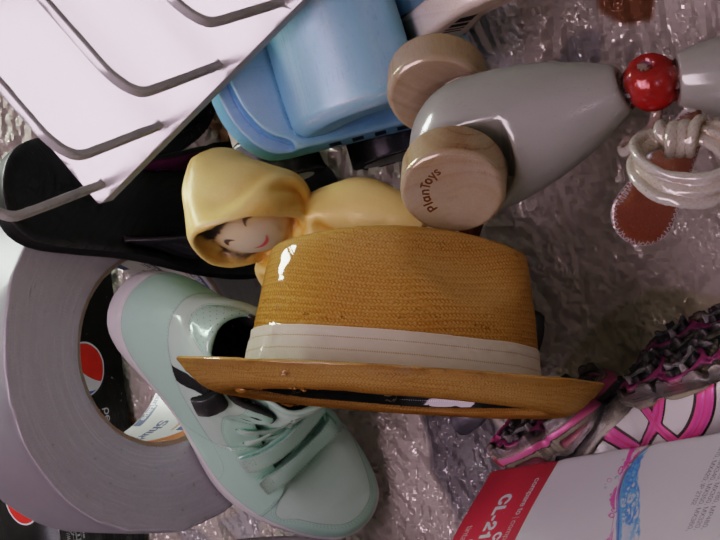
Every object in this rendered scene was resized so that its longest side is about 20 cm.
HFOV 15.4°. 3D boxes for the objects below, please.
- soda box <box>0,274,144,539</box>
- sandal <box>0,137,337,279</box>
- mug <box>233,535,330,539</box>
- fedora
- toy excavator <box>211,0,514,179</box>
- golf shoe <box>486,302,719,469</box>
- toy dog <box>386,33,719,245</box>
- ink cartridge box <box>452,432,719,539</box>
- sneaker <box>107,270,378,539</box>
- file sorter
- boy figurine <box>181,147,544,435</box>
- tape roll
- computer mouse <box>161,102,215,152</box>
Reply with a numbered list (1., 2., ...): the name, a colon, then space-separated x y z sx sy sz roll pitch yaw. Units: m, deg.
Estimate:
1. soda box: -0.183 0.095 1.606 0.063 0.071 0.200 0 99 43
2. sandal: -0.092 -0.035 1.399 0.048 0.200 0.075 -24 70 57
3. mug: -0.069 0.239 1.454 0.200 0.148 0.176 1 97 7
4. fedora: 0.016 0.024 1.246 0.200 0.200 0.082 -2 82 44
5. toy excavator: 0.027 -0.118 1.326 0.200 0.194 0.100 149 105 -72
6. golf shoe: 0.156 0.076 1.286 0.092 0.073 0.200 52 136 -8
7. toy dog: 0.106 -0.055 1.252 0.200 0.132 0.096 7 138 23
8. ink cartridge box: 0.156 0.157 1.240 0.200 0.083 0.146 -15 122 45
9. sneaker: -0.041 0.085 1.393 0.200 0.074 0.118 47 165 -29
10. file sorter: -0.126 -0.139 1.273 0.200 0.125 0.139 -43 84 22
11. boy figurine: 0.000 0.000 1.337 0.124 0.200 0.064 -35 31 41
12. tape roll: -0.129 0.043 1.450 0.066 0.200 0.201 -6 95 49
13. computer mouse: -0.114 -0.117 1.470 0.139 0.053 0.200 65 168 -1
